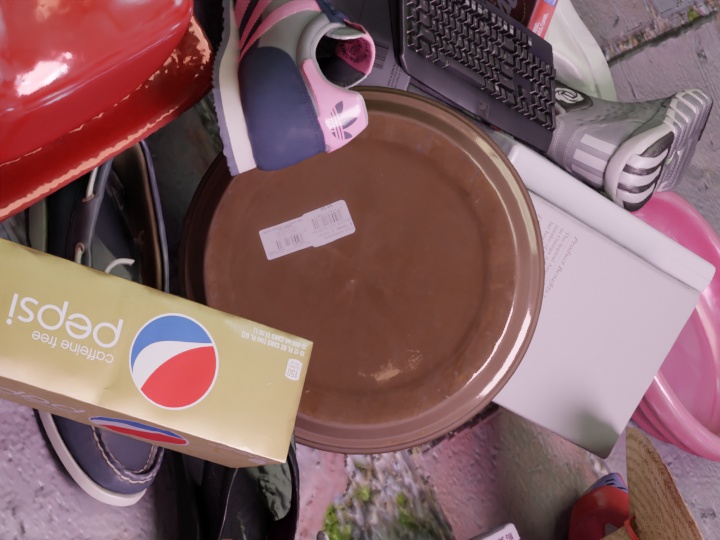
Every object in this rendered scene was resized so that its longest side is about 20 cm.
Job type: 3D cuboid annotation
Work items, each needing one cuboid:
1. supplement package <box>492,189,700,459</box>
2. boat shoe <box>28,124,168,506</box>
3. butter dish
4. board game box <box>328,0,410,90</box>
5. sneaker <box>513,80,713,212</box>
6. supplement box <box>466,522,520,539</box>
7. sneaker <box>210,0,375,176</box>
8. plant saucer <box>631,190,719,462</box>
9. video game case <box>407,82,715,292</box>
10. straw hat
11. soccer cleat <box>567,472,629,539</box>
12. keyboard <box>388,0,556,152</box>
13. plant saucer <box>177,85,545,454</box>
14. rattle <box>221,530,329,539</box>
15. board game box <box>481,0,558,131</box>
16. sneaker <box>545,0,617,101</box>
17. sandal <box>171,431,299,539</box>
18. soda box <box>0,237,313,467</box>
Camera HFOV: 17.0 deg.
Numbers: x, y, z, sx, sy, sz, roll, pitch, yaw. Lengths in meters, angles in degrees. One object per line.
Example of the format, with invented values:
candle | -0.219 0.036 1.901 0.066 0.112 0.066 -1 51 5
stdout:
supplement package | 0.079 0.010 1.416 0.200 0.117 0.117 29 1 -40
boat shoe | -0.123 0.020 1.227 0.075 0.062 0.200 25 48 -41
butter dish | -0.166 -0.149 1.176 0.200 0.148 0.200 -33 92 -30
board game box | 0.002 -0.199 1.478 0.103 0.105 0.200 17 43 -1
sneaker | 0.163 -0.101 1.614 0.115 0.075 0.200 25 16 14
supplement box | 0.079 0.252 1.331 0.109 0.061 0.200 -17 82 -57
sneaker | -0.031 -0.122 1.288 0.200 0.082 0.070 -89 168 -49
plant saucer | 0.213 0.040 1.658 0.200 0.051 0.201 35 43 -41
video game case | 0.106 -0.061 1.520 0.200 0.023 0.182 28 4 -40
straw hat | 0.154 0.190 1.376 0.201 0.085 0.201 158 -90 -88
soccer cleat | 0.202 0.216 1.519 0.200 0.067 0.076 51 30 -10
keyboard | 0.066 -0.149 1.399 0.200 0.021 0.127 22 58 -60
plant saucer | 0.000 0.000 1.296 0.200 0.200 0.029 62 2 1
rattle | 0.007 0.215 1.207 0.143 0.130 0.200 -13 76 -50
board game box | 0.091 -0.188 1.539 0.019 0.200 0.103 -14 60 -22
sneaker | 0.108 -0.159 1.671 0.085 0.073 0.200 -30 99 -27
sandal | -0.057 0.127 1.224 0.075 0.048 0.201 21 59 -36
soda box | -0.128 0.036 1.141 0.200 0.068 0.064 19 76 -24
